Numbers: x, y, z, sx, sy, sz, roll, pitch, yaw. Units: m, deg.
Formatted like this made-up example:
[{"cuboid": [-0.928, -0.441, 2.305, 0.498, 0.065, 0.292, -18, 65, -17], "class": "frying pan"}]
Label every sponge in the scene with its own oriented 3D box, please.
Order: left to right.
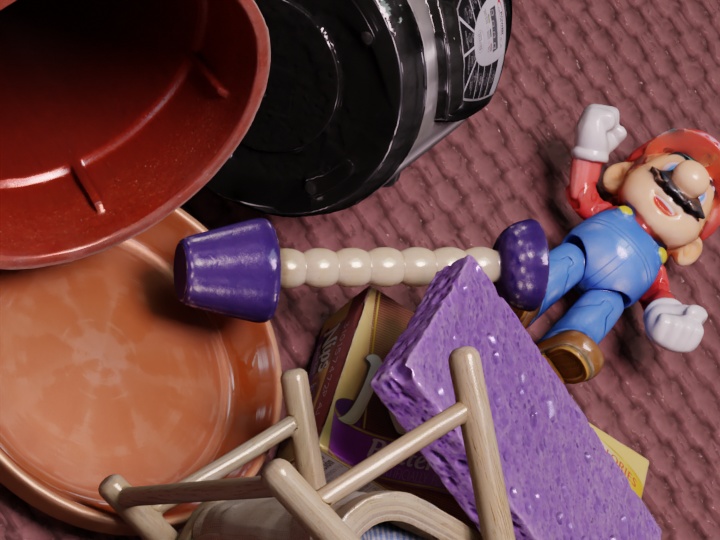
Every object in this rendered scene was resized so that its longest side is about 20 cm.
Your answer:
[{"cuboid": [0.086, 0.099, 1.262, 0.200, 0.030, 0.112, 54, 34, -17], "class": "sponge"}]

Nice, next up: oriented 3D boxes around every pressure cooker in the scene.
[{"cuboid": [-0.011, -0.139, 1.345, 0.179, 0.176, 0.200, 48, 31, 1], "class": "pressure cooker"}]

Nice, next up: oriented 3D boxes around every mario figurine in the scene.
[{"cuboid": [0.164, -0.025, 1.456, 0.200, 0.106, 0.124, -45, 128, -35], "class": "mario figurine"}]

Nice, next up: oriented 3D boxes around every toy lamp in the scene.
[{"cuboid": [0.000, 0.000, 1.299, 0.200, 0.058, 0.058, 0, 63, -16], "class": "toy lamp"}]

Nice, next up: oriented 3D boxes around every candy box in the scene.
[{"cuboid": [0.058, 0.110, 1.340, 0.200, 0.056, 0.117, 34, 49, -16], "class": "candy box"}]

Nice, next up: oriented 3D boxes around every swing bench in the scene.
[{"cuboid": [0.004, 0.156, 1.153, 0.130, 0.199, 0.200, -30, 98, -27], "class": "swing bench"}]

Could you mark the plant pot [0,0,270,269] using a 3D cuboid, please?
[{"cuboid": [-0.178, -0.139, 1.221, 0.201, 0.201, 0.195, -3, 45, -36], "class": "plant pot"}]

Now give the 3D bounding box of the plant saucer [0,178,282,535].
[{"cuboid": [-0.134, 0.044, 1.260, 0.200, 0.032, 0.200, 17, 56, -27], "class": "plant saucer"}]
